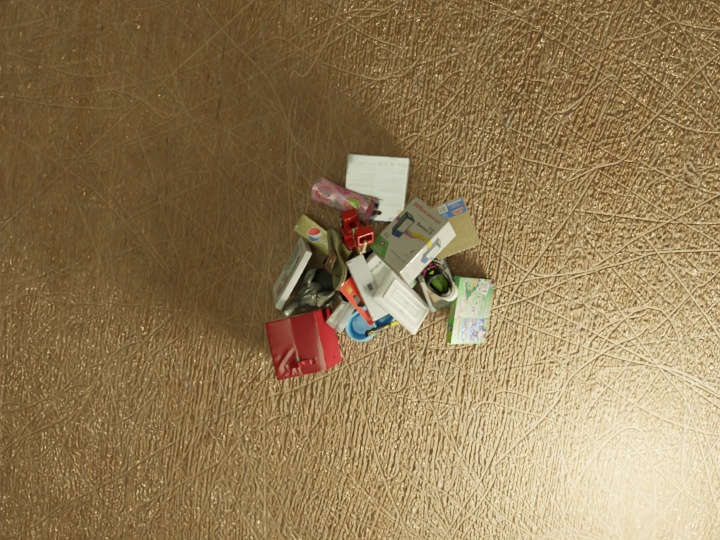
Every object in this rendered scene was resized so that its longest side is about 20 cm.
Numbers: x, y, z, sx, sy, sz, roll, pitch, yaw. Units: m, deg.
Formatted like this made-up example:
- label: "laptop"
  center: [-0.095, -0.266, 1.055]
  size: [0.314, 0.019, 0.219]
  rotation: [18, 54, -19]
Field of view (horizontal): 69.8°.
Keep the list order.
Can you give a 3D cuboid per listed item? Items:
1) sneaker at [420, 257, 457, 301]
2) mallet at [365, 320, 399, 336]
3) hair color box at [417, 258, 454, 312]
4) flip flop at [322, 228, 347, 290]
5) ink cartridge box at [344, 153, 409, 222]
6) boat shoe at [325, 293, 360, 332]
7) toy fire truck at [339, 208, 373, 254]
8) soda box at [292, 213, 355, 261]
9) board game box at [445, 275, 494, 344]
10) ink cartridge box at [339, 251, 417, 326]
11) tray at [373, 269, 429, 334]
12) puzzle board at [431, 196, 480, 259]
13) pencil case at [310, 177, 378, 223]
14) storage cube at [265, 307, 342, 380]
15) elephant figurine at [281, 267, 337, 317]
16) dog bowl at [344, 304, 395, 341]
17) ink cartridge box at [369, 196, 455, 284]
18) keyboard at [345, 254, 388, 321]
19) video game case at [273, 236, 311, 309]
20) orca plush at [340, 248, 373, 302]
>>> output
- label: "sneaker"
  center: [0.205, 0.003, 1.485]
  size: [0.074, 0.087, 0.200]
  rotation: [-39, 78, 10]
- label: "mallet"
  center: [0.098, 0.173, 1.574]
  size: [0.041, 0.199, 0.066]
  rotation: [9, 118, 53]
- label: "hair color box"
  center: [0.228, 0.016, 1.582]
  size: [0.098, 0.061, 0.201]
  rotation: [-21, 91, 11]
- label: "flip flop"
  center: [-0.085, -0.034, 1.535]
  size: [0.057, 0.081, 0.202]
  rotation: [2, 68, -29]
- label: "ink cartridge box"
  center: [0.049, -0.256, 1.605]
  size: [0.195, 0.043, 0.202]
  rotation: [7, 99, 12]
- label: "boat shoe"
  center: [-0.039, 0.092, 1.604]
  size: [0.066, 0.074, 0.201]
  rotation: [30, 69, -2]
- label: "toy fire truck"
  center: [-0.013, -0.099, 1.497]
  size: [0.048, 0.200, 0.142]
  rotation: [-20, 64, -12]
- label: "soda box"
  center: [-0.113, -0.097, 1.637]
  size: [0.199, 0.068, 0.064]
  rotation: [36, 100, 6]
- label: "board game box"
  center: [0.329, 0.119, 1.548]
  size: [0.134, 0.029, 0.202]
  rotation: [4, 97, -28]
- label: "ink cartridge box"
  center: [0.056, 0.043, 1.556]
  size: [0.200, 0.050, 0.161]
  rotation: [-47, 107, -24]
- label: "tray"
  center: [0.133, 0.099, 1.558]
  size: [0.200, 0.022, 0.108]
  rotation: [42, 74, -27]
- label: "puzzle board"
  center: [0.236, -0.114, 1.535]
  size: [0.199, 0.017, 0.152]
  rotation: [-21, 85, 10]
- label: "pencil case"
  center: [-0.050, -0.216, 1.567]
  size: [0.199, 0.087, 0.088]
  rotation: [23, 99, 11]
- label: "storage cube"
  center: [-0.173, 0.225, 1.615]
  size: [0.170, 0.200, 0.181]
  rotation: [-14, 86, 13]
- label: "elephant figurine"
  center: [-0.141, 0.064, 1.589]
  size: [0.140, 0.200, 0.157]
  rotation: [10, 97, 11]
- label: "dog bowl"
  center: [0.034, 0.152, 1.639]
  size: [0.199, 0.050, 0.112]
  rotation: [-34, 88, 13]
- label: "ink cartridge box"
  center: [0.148, -0.086, 1.465]
  size: [0.200, 0.088, 0.145]
  rotation: [-45, 55, -2]
- label: "keyboard"
  center: [0.022, 0.052, 1.531]
  size: [0.056, 0.011, 0.201]
  rotation: [-28, 104, -15]
- label: "video game case"
  center: [-0.216, 0.003, 1.614]
  size: [0.024, 0.182, 0.201]
  rotation: [26, 101, -19]
- label: "orca plush"
  center: [0.000, 0.000, 1.573]
  size: [0.200, 0.071, 0.105]
  rotation: [-44, 62, -12]
